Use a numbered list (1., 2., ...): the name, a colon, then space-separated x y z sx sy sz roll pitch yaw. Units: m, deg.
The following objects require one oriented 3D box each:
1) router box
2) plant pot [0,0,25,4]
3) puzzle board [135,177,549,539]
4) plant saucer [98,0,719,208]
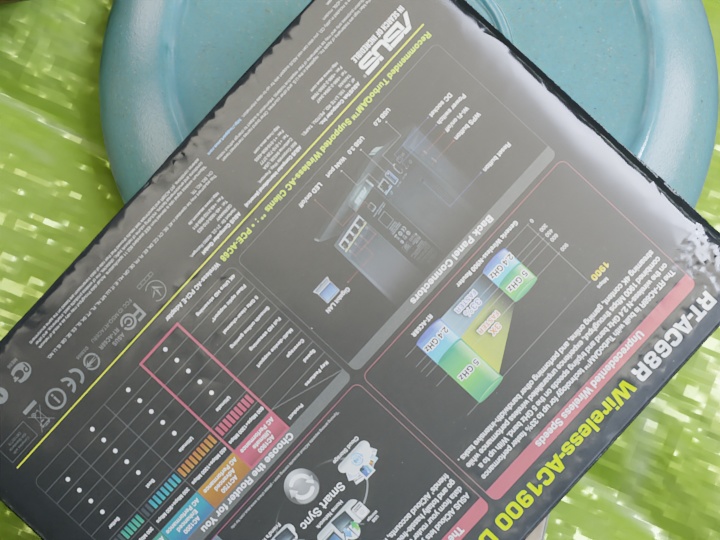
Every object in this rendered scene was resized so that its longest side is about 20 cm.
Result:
1. router box: -0.004 0.024 0.789 0.150 0.062 0.200 43 91 3
2. plant pot: -0.147 -0.182 0.828 0.200 0.201 0.190 -2 87 -3
3. puzzle board: 0.000 0.000 0.859 0.150 0.017 0.201 13 72 3
4. plant saucer: 0.016 -0.064 0.858 0.199 0.027 0.201 0 71 -1
